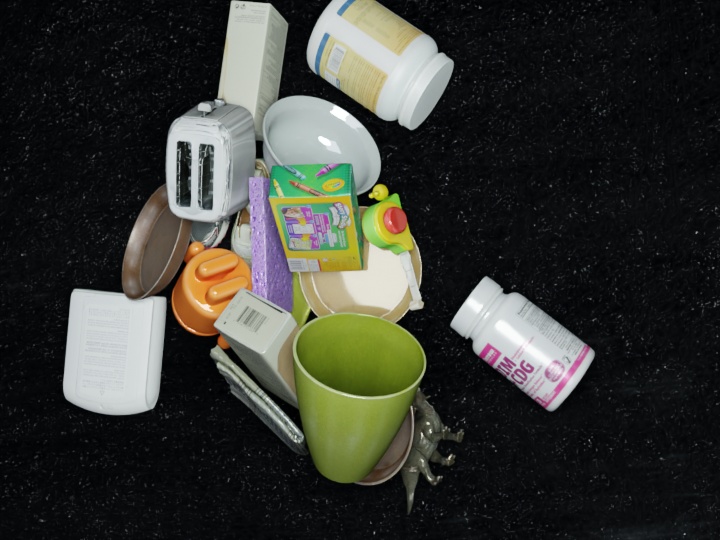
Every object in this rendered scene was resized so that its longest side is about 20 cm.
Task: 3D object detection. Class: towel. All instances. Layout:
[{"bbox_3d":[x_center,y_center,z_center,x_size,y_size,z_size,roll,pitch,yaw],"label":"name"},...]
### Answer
[{"bbox_3d":[-0.157,0.208,1.323,0.035,0.193,0.200,-44,79,-12],"label":"towel"},{"bbox_3d":[-0.101,0.006,1.406,0.085,0.018,0.203,24,92,12],"label":"towel"}]

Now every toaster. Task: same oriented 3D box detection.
[{"bbox_3d":[-0.229,-0.155,1.300,0.112,0.129,0.203,9,109,10],"label":"toaster"}]

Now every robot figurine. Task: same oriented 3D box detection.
[{"bbox_3d":[-0.235,0.039,1.353,0.143,0.200,0.118,31,64,-10],"label":"robot figurine"}]

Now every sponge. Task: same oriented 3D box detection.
[{"bbox_3d":[-0.139,-0.038,1.350,0.029,0.111,0.204,-3,85,17],"label":"sponge"}]

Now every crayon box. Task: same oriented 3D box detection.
[{"bbox_3d":[-0.061,-0.074,1.268,0.117,0.201,0.059,-1,58,5],"label":"crayon box"}]

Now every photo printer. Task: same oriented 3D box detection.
[{"bbox_3d":[-0.411,0.138,1.433,0.163,0.069,0.204,4,89,11],"label":"photo printer"}]

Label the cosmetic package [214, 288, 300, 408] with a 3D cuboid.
[{"bbox_3d":[-0.125,0.123,1.273,0.104,0.201,0.071,26,68,30],"label":"cosmetic package"}]

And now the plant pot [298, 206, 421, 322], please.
[{"bbox_3d":[0.000,0.000,1.374,0.196,0.027,0.204,0,89,4],"label":"plant pot"}]

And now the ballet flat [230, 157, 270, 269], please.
[{"bbox_3d":[-0.181,-0.086,1.403,0.066,0.062,0.204,8,89,11],"label":"ballet flat"}]

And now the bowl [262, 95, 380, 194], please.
[{"bbox_3d":[-0.074,-0.171,1.349,0.201,0.200,0.091,46,137,9],"label":"bowl"}]

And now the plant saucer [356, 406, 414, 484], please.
[{"bbox_3d":[0.009,0.226,1.325,0.198,0.034,0.204,-1,88,39],"label":"plant saucer"}]

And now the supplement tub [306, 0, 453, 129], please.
[{"bbox_3d":[0.031,-0.326,1.331,0.199,0.145,0.146,36,94,10],"label":"supplement tub"}]

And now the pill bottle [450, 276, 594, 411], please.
[{"bbox_3d":[0.240,0.107,1.287,0.199,0.113,0.114,38,94,11],"label":"pill bottle"}]

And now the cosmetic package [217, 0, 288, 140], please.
[{"bbox_3d":[-0.177,-0.322,1.393,0.070,0.105,0.204,8,87,12],"label":"cosmetic package"}]

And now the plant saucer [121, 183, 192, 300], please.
[{"bbox_3d":[-0.327,-0.044,1.394,0.199,0.034,0.203,-28,51,42],"label":"plant saucer"}]

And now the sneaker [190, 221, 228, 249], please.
[{"bbox_3d":[-0.260,-0.136,1.414,0.079,0.075,0.204,3,89,11],"label":"sneaker"}]

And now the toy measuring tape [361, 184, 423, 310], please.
[{"bbox_3d":[0.046,-0.033,1.320,0.072,0.074,0.203,-14,88,10],"label":"toy measuring tape"}]

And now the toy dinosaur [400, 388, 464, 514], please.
[{"bbox_3d":[0.096,0.272,1.336,0.101,0.076,0.204,17,101,39],"label":"toy dinosaur"}]

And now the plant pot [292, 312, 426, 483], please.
[{"bbox_3d":[-0.014,0.196,1.219,0.184,0.188,0.203,16,122,11],"label":"plant pot"}]
